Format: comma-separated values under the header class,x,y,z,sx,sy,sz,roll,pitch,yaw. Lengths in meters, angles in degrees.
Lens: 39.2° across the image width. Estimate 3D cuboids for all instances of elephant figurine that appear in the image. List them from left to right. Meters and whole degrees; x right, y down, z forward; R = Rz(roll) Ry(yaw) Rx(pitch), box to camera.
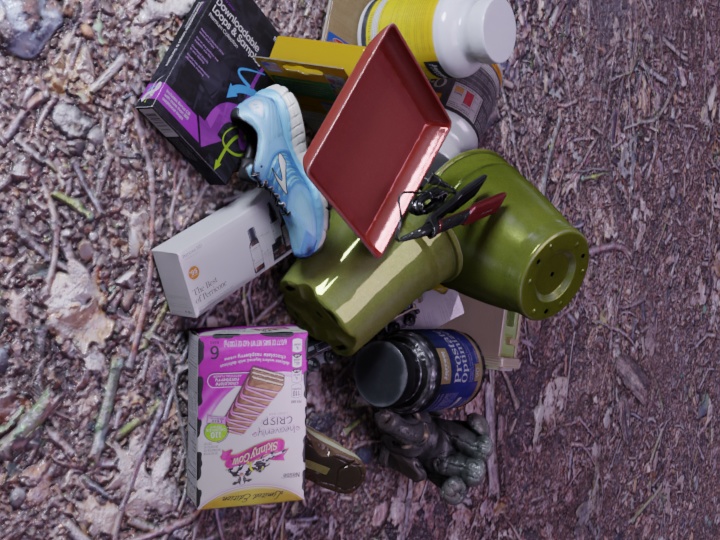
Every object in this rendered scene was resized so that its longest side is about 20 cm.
class,x,y,z,sx,sy,sz,roll,pitch,yaw
elephant figurine,0.083,0.239,1.466,0.197,0.156,0.143,24,37,-13

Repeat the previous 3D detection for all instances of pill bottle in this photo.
class,x,y,z,sx,sy,sz,roll,pitch,yaw
pill bottle,0.080,0.136,1.370,0.199,0.110,0.114,4,92,-56
pill bottle,0.100,-0.309,1.327,0.111,0.197,0.115,-9,102,-48
pill bottle,0.126,-0.223,1.448,0.117,0.115,0.202,52,50,-40

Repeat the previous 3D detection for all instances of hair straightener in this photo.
class,x,y,z,sx,sy,sz,roll,pitch,yaw
hair straightener,0.097,-0.080,1.224,0.199,0.077,0.041,-28,157,-43

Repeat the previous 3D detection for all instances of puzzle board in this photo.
class,x,y,z,sx,sy,sz,roll,pitch,yaw
puzzle board,0.016,-0.319,1.392,0.198,0.017,0.154,19,81,-50

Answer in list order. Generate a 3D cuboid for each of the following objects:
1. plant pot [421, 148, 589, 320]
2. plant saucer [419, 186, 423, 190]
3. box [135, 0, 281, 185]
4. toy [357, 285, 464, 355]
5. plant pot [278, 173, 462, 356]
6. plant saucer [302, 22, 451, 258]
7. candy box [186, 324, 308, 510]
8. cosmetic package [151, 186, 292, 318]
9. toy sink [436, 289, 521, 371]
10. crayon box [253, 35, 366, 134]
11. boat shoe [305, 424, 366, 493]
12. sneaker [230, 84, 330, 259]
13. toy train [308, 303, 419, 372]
class,x,y,z,sx,sy,sz,roll,pitch,yaw
plant pot,0.198,-0.034,1.357,0.198,0.192,0.204,-20,126,-30
plant saucer,0.147,-0.097,1.542,0.199,0.036,0.204,-26,122,-50
box,-0.162,-0.223,1.167,0.143,0.036,0.203,46,57,-44
toy,0.053,0.044,1.446,0.198,0.047,0.117,-24,101,-29
plant pot,0.000,0.000,1.294,0.185,0.199,0.202,-47,129,-22
plant saucer,0.016,-0.146,1.163,0.202,0.036,0.200,-61,144,-13
candy box,-0.133,0.170,1.188,0.134,0.061,0.205,-1,96,-21
cosmetic package,-0.150,-0.029,1.193,0.199,0.050,0.084,-38,121,-43
toy sink,0.185,0.096,1.548,0.130,0.110,0.204,17,81,-68
crayon box,-0.030,-0.220,1.224,0.200,0.124,0.052,45,62,-61
boat shoe,-0.086,0.222,1.293,0.199,0.076,0.072,35,94,-27
sneaker,-0.101,-0.107,1.178,0.089,0.078,0.204,-21,96,-27
toy train,-0.002,0.083,1.366,0.198,0.034,0.047,-23,91,-29
